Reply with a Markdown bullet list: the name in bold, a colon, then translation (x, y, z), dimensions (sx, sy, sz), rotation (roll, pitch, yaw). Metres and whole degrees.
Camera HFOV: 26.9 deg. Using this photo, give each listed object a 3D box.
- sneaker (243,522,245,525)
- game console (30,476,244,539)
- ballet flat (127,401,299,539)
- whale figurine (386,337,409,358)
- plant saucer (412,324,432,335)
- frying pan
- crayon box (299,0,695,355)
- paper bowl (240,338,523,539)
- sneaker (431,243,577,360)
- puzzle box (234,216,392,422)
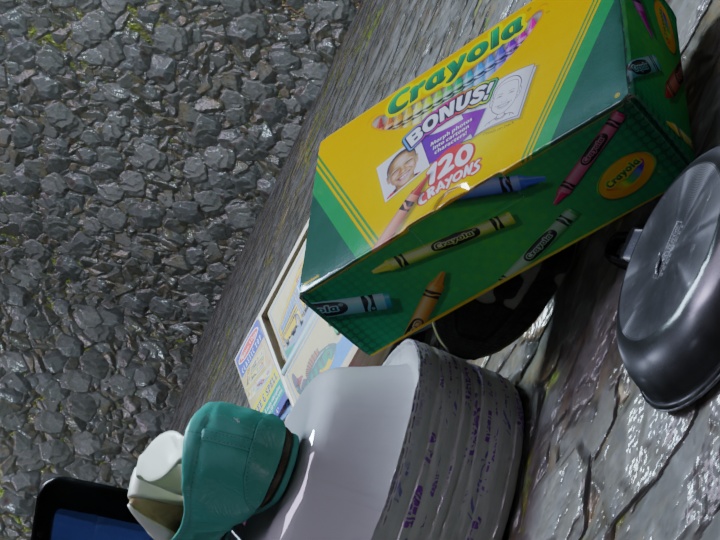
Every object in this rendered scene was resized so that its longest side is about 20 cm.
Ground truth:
- **sneaker**: translation (-0.094, 0.171, 1.139), dimensions (0.201, 0.073, 0.116), rotation (123, 165, -45)
- **game console**: translation (-0.139, 0.258, 0.977), dimensions (0.176, 0.115, 0.202), rotation (35, 120, 51)
- **ballet flat**: translation (-0.089, 0.116, 0.814), dimensions (0.200, 0.070, 0.068), rotation (125, 164, -61)
- **whale figurine**: translation (0.000, 0.000, 1.164), dimensions (0.159, 0.103, 0.202), rotation (120, 173, -58)
- **plant saucer**: translation (0.077, -0.041, 1.000), dimensions (0.201, 0.038, 0.203), rotation (-157, 89, -81)
- **frying pan**: translation (0.132, -0.018, 0.619), dimensions (0.191, 0.031, 0.116), rotation (-90, 25, -64)
- **crayon box**: translation (0.064, -0.056, 0.739), dimensions (0.199, 0.058, 0.120), rotation (-31, 34, 30)
- **paper bowl**: translation (0.000, 0.133, 0.801), dimensions (0.201, 0.103, 0.203), rotation (-158, 90, -81)
- **sneaker**: translation (0.088, -0.028, 0.846), dimensions (0.089, 0.076, 0.202), rotation (89, -160, -59)
- **puzzle box**: translation (-0.023, 0.032, 1.029), dimensions (0.201, 0.025, 0.134), rotation (-61, 33, 28)
